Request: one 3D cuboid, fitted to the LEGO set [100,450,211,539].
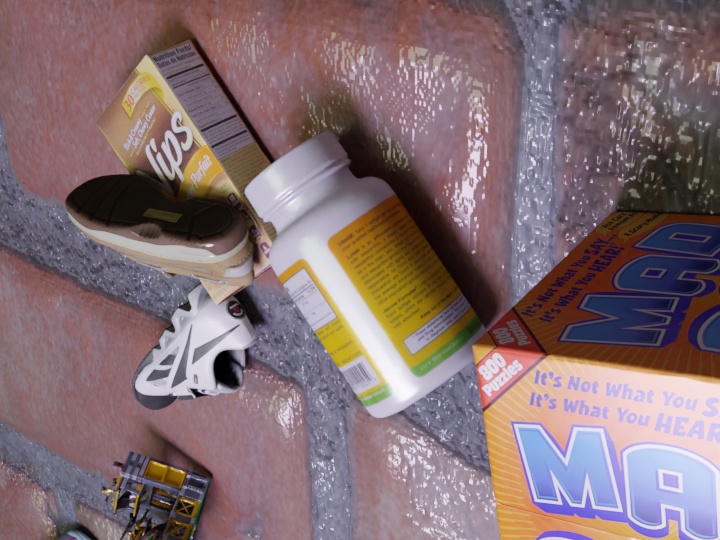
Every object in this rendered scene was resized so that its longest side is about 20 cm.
[{"bbox_3d":[-0.250,0.301,1.075,0.115,0.155,0.201,18,142,-2],"label":"LEGO set"}]

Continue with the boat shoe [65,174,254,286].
[{"bbox_3d":[-0.173,-0.025,0.819,0.199,0.072,0.077,19,143,34],"label":"boat shoe"}]

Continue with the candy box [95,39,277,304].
[{"bbox_3d":[-0.137,-0.082,0.838,0.115,0.055,0.201,-32,92,46],"label":"candy box"}]

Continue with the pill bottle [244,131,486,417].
[{"bbox_3d":[0.000,0.000,0.732,0.111,0.111,0.201,-34,90,45],"label":"pill bottle"}]

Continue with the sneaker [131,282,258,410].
[{"bbox_3d":[-0.162,0.099,0.948,0.089,0.074,0.200,48,135,10],"label":"sneaker"}]

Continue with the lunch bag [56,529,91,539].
[{"bbox_3d":[-0.374,0.464,1.325,0.200,0.077,0.160,49,133,7],"label":"lunch bag"}]

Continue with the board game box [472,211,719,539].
[{"bbox_3d":[0.209,0.098,0.551,0.198,0.199,0.202,6,117,36],"label":"board game box"}]
